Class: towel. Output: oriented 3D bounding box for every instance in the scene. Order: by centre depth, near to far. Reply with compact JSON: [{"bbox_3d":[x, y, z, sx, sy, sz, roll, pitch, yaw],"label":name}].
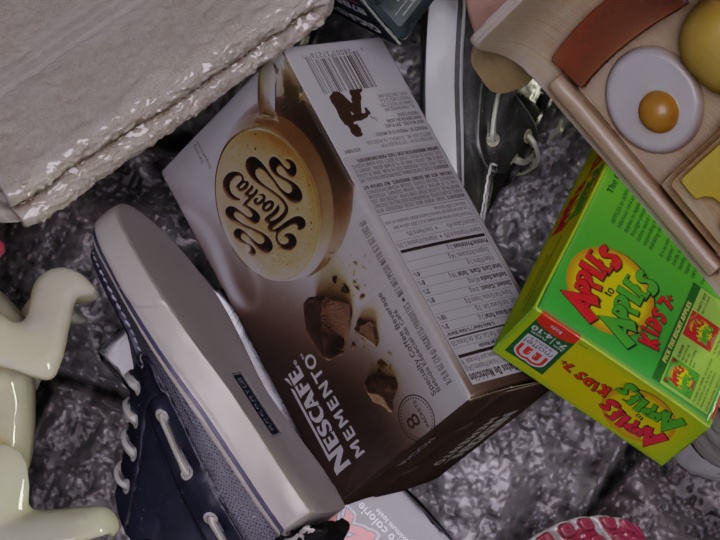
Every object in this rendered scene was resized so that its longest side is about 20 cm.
[{"bbox_3d":[-0.122,-0.108,1.243,0.200,0.035,0.132,-35,49,-14],"label":"towel"}]

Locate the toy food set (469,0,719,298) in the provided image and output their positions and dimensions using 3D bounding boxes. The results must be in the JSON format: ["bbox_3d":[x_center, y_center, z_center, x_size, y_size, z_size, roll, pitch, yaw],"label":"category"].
[{"bbox_3d":[0.162,-0.077,1.170,0.143,0.060,0.200,-43,82,28],"label":"toy food set"}]

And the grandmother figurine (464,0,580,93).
[{"bbox_3d":[0.074,-0.183,1.303,0.120,0.061,0.201,-5,52,-14],"label":"grandmother figurine"}]

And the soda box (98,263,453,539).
[{"bbox_3d":[-0.043,0.091,1.316,0.071,0.063,0.200,-44,91,-5],"label":"soda box"}]

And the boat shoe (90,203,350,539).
[{"bbox_3d":[-0.096,0.072,1.250,0.093,0.075,0.201,-37,75,16],"label":"boat shoe"}]

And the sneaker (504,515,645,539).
[{"bbox_3d":[0.064,0.185,1.317,0.199,0.075,0.081,-25,98,-18],"label":"sneaker"}]

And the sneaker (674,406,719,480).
[{"bbox_3d":[0.183,0.009,1.328,0.075,0.081,0.201,-13,86,-2],"label":"sneaker"}]

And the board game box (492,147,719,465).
[{"bbox_3d":[0.150,-0.014,1.254,0.101,0.048,0.200,33,52,-6],"label":"board game box"}]

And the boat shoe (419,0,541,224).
[{"bbox_3d":[0.063,-0.075,1.329,0.063,0.071,0.201,2,85,-2],"label":"boat shoe"}]

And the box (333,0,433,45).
[{"bbox_3d":[0.022,-0.228,1.299,0.200,0.159,0.046,-53,135,-5],"label":"box"}]

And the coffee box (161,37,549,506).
[{"bbox_3d":[0.000,0.000,1.270,0.080,0.113,0.201,-12,68,-47],"label":"coffee box"}]

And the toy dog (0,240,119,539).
[{"bbox_3d":[-0.216,0.049,1.242,0.193,0.140,0.201,-13,86,-2],"label":"toy dog"}]
